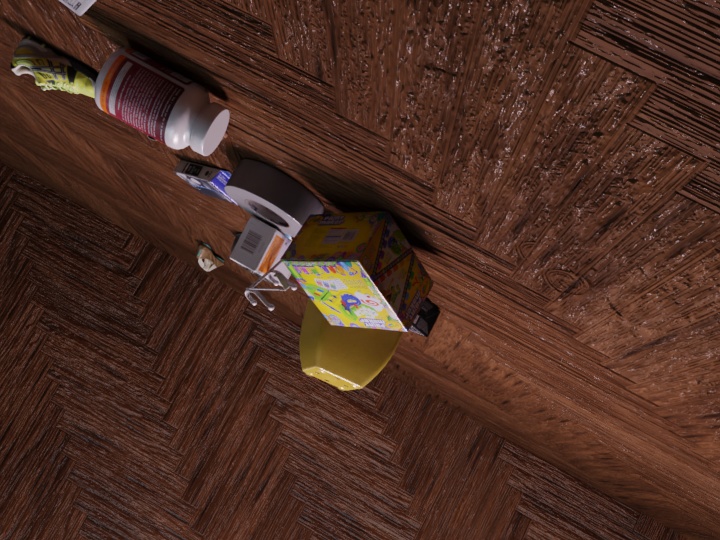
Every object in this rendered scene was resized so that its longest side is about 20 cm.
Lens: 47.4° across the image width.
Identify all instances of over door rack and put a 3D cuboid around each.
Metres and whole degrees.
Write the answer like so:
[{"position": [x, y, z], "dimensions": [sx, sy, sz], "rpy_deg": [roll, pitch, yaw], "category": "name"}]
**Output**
[{"position": [-0.141, 0.008, 1.663], "dimensions": [0.067, 0.148, 0.199], "rpy_deg": [51, 152, -10], "category": "over door rack"}]

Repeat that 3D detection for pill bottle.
[{"position": [-0.320, -0.270, 1.333], "dimensions": [0.198, 0.114, 0.113], "rpy_deg": [29, 169, 5], "category": "pill bottle"}]

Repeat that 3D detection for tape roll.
[{"position": [-0.172, -0.141, 1.648], "dimensions": [0.199, 0.067, 0.200], "rpy_deg": [28, 169, 6], "category": "tape roll"}]

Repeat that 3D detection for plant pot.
[{"position": [-0.031, 0.149, 1.798], "dimensions": [0.194, 0.202, 0.194], "rpy_deg": [27, 161, -15], "category": "plant pot"}]

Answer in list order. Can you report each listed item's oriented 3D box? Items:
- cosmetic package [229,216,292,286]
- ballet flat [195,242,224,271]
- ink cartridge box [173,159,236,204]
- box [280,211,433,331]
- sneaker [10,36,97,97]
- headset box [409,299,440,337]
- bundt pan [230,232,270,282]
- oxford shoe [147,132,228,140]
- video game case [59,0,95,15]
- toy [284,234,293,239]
[{"position": [-0.202, -0.037, 1.794], "dimensions": [0.071, 0.102, 0.200], "rpy_deg": [27, 177, 16], "category": "cosmetic package"}, {"position": [-0.561, -0.039, 3.014], "dimensions": [0.067, 0.073, 0.200], "rpy_deg": [25, 168, 13], "category": "ballet flat"}, {"position": [-0.334, -0.199, 1.864], "dimensions": [0.199, 0.039, 0.099], "rpy_deg": [17, 162, 45], "category": "ink cartridge box"}, {"position": [-0.005, 0.002, 1.523], "dimensions": [0.198, 0.123, 0.193], "rpy_deg": [2, 139, 41], "category": "box"}, {"position": [-0.592, -0.380, 1.614], "dimensions": [0.198, 0.077, 0.075], "rpy_deg": [27, 167, 5], "category": "sneaker"}, {"position": [0.069, 0.074, 1.958], "dimensions": [0.199, 0.076, 0.148], "rpy_deg": [16, 162, 48], "category": "headset box"}, {"position": [-0.299, -0.028, 2.421], "dimensions": [0.200, 0.076, 0.202], "rpy_deg": [29, 169, 6], "category": "bundt pan"}, {"position": [-0.318, -0.251, 1.504], "dimensions": [0.199, 0.075, 0.070], "rpy_deg": [18, 164, 43], "category": "oxford shoe"}, {"position": [-0.446, -0.440, 1.143], "dimensions": [0.182, 0.023, 0.199], "rpy_deg": [35, 168, -27], "category": "video game case"}, {"position": [-0.152, -0.093, 1.851], "dimensions": [0.114, 0.048, 0.200], "rpy_deg": [28, 169, -5], "category": "toy"}]
